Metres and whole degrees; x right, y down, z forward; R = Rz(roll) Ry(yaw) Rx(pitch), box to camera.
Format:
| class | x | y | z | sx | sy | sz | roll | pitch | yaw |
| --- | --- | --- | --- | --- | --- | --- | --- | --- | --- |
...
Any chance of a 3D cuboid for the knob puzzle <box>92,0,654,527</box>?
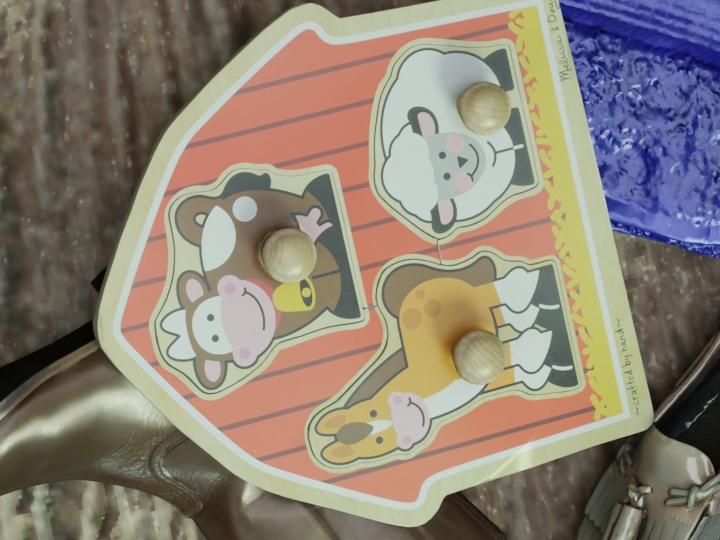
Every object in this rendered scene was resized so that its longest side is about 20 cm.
| class | x | y | z | sx | sy | sz | roll | pitch | yaw |
| --- | --- | --- | --- | --- | --- | --- | --- | --- | --- |
| knob puzzle | 0.000 | 0.000 | 1.032 | 0.218 | 0.030 | 0.221 | -1 | 95 | -13 |

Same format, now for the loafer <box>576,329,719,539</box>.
| class | x | y | z | sx | sy | sz | roll | pitch | yaw |
| --- | --- | --- | --- | --- | --- | --- | --- | --- | --- |
| loafer | 0.134 | 0.063 | 1.085 | 0.200 | 0.072 | 0.063 | -51 | 129 | -9 |

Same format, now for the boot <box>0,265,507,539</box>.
| class | x | y | z | sx | sy | sz | roll | pitch | yaw |
| --- | --- | --- | --- | --- | --- | --- | --- | --- | --- |
| boot | -0.063 | 0.105 | 1.071 | 0.186 | 0.064 | 0.200 | -41 | 105 | -2 |

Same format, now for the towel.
| class | x | y | z | sx | sy | sz | roll | pitch | yaw |
| --- | --- | --- | --- | --- | --- | --- | --- | --- | --- |
| towel | 0.115 | -0.115 | 1.081 | 0.147 | 0.050 | 0.201 | 16 | 93 | -11 |
